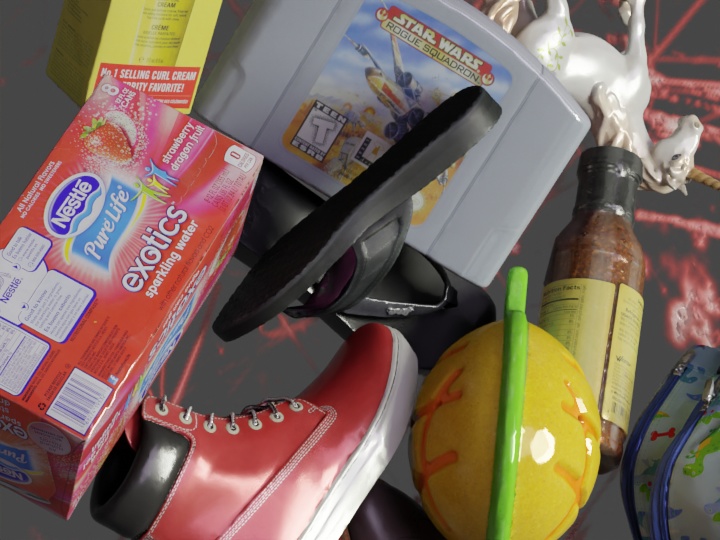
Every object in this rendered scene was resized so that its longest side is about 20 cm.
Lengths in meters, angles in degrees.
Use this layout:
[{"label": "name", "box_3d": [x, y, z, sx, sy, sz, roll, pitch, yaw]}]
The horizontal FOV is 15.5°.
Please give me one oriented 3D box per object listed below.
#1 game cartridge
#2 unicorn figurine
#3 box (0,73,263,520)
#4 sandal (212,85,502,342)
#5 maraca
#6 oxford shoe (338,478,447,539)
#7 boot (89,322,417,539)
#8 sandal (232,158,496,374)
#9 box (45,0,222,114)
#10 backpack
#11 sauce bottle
[{"label": "game cartridge", "box_3d": [0.021, -0.095, 1.495, 0.199, 0.133, 0.042, 31, 20, -5]}, {"label": "unicorn figurine", "box_3d": [0.152, -0.130, 1.668, 0.199, 0.074, 0.138, 17, 75, -16]}, {"label": "box", "box_3d": [-0.141, 0.012, 1.365, 0.099, 0.096, 0.200, 28, 57, 4]}, {"label": "sandal", "box_3d": [0.004, -0.019, 1.451, 0.200, 0.075, 0.048, -40, 105, 4]}, {"label": "maraca", "box_3d": [0.082, 0.083, 1.490, 0.106, 0.138, 0.200, 8, 31, 0]}, {"label": "oxford shoe", "box_3d": [0.066, 0.188, 1.494, 0.200, 0.072, 0.071, 47, 55, -15]}, {"label": "boot", "box_3d": [-0.060, 0.080, 1.440, 0.144, 0.072, 0.200, 41, 59, -17]}, {"label": "sandal", "box_3d": [0.000, 0.000, 1.523, 0.200, 0.043, 0.076, 27, 61, -27]}, {"label": "box", "box_3d": [-0.106, -0.184, 1.422, 0.075, 0.050, 0.201, 0, 120, -37]}, {"label": "backpack", "box_3d": [0.243, 0.142, 1.578, 0.200, 0.146, 0.184, -47, 124, -45]}, {"label": "sauce bottle", "box_3d": [0.141, 0.022, 1.608, 0.066, 0.066, 0.201, 26, 62, -28]}]
